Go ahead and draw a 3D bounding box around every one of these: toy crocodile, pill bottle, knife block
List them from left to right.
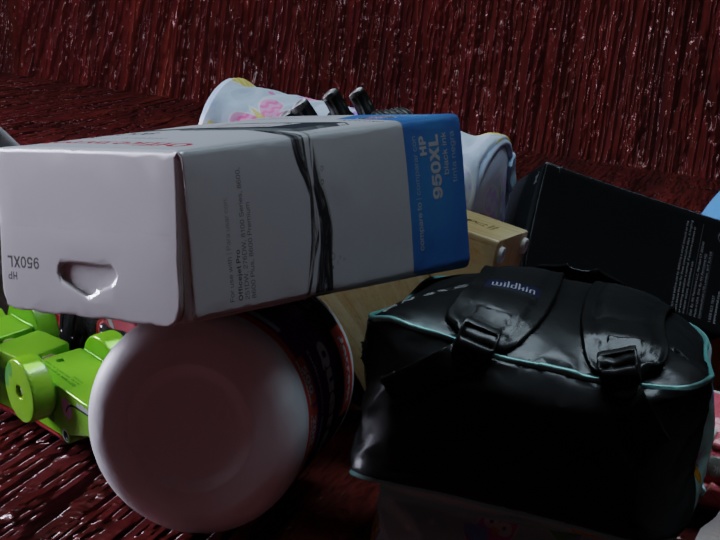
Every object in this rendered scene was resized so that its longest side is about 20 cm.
[{"bbox_3d":[-0.186,0.061,1.256,0.067,0.062,0.199,-19,27,-36],"label":"toy crocodile"},{"bbox_3d":[-0.066,0.063,1.154,0.112,0.113,0.200,9,10,9],"label":"pill bottle"},{"bbox_3d":[0.000,0.000,1.267,0.174,0.201,0.064,18,12,19],"label":"knife block"}]

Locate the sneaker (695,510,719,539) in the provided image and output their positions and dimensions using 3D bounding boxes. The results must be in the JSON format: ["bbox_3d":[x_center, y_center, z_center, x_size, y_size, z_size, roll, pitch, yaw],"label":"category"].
[{"bbox_3d":[0.205,0.144,1.039,0.079,0.072,0.200,15,16,17],"label":"sneaker"}]

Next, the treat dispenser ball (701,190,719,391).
[{"bbox_3d":[0.311,0.019,1.453,0.199,0.203,0.201,7,9,-1],"label":"treat dispenser ball"}]

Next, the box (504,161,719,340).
[{"bbox_3d":[0.140,0.006,1.422,0.140,0.079,0.200,19,-16,-12],"label":"box"}]

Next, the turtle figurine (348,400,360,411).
[{"bbox_3d":[0.077,0.058,1.387,0.161,0.065,0.199,15,-26,-41],"label":"turtle figurine"}]

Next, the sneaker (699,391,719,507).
[{"bbox_3d":[0.191,0.097,1.235,0.198,0.074,0.087,6,11,-9],"label":"sneaker"}]

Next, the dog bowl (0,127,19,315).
[{"bbox_3d":[-0.262,-0.048,1.526,0.200,0.059,0.200,46,7,-8],"label":"dog bowl"}]

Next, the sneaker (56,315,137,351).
[{"bbox_3d":[-0.150,0.039,1.357,0.086,0.074,0.200,5,9,-21],"label":"sneaker"}]

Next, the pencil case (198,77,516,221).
[{"bbox_3d":[-0.004,-0.063,1.342,0.199,0.091,0.083,12,-33,17],"label":"pencil case"}]

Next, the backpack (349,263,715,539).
[{"bbox_3d":[0.089,0.073,1.088,0.174,0.155,0.200,8,17,8],"label":"backpack"}]

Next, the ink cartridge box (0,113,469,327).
[{"bbox_3d":[-0.063,-0.031,1.100,0.144,0.085,0.199,3,10,43],"label":"ink cartridge box"}]
